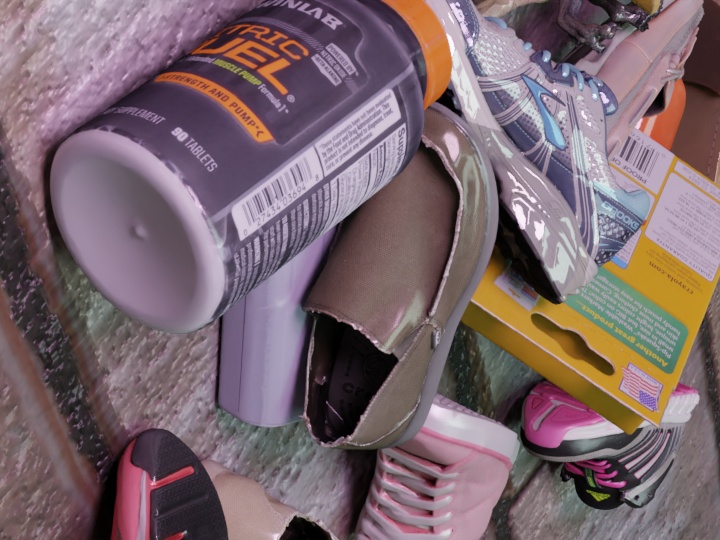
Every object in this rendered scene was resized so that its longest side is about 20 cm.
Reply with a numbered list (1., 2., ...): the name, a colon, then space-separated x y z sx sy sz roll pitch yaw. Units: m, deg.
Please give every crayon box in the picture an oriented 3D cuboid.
1. crayon box: 0.129 0.001 1.505 0.052 0.125 0.200 -51 -173 43

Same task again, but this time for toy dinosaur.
1. toy dinosaur: 0.114 -0.158 1.467 0.200 0.088 0.048 -39 166 -36

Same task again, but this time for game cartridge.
1. game cartridge: 0.000 0.000 1.448 0.200 0.041 0.134 -32 141 -44

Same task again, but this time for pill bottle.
1. pill bottle: -0.042 -0.064 1.258 0.200 0.106 0.107 -39 142 -38

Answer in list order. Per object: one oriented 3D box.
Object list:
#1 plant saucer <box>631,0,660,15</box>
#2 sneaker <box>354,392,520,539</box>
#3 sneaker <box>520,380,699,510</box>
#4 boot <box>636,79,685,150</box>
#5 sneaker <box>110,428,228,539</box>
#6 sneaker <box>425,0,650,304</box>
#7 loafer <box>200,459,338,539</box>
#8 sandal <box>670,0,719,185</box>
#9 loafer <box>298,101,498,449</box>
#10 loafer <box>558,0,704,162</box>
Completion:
1. plant saucer: 0.137 -0.269 1.396 0.201 0.048 0.201 80 19 -46
2. sneaker: 0.038 0.125 1.541 0.105 0.075 0.200 -63 165 -5
3. sneaker: 0.158 0.116 1.751 0.200 0.073 0.088 -6 111 -62
4. boot: 0.169 -0.028 1.630 0.075 0.107 0.201 11 101 -58
5. sneaker: -0.118 0.181 1.359 0.074 0.086 0.202 -1 89 -64
6. sneaker: 0.081 -0.086 1.403 0.086 0.078 0.201 -35 110 -14
7. loafer: -0.043 0.166 1.466 0.076 0.068 0.200 -60 151 -8
8. sandal: 0.208 -0.065 1.694 0.069 0.077 0.213 0 107 -52
9. loafer: 0.015 0.010 1.367 0.070 0.075 0.201 -29 135 -52
10. loafer: 0.141 -0.099 1.517 0.063 0.072 0.200 55 45 -6
